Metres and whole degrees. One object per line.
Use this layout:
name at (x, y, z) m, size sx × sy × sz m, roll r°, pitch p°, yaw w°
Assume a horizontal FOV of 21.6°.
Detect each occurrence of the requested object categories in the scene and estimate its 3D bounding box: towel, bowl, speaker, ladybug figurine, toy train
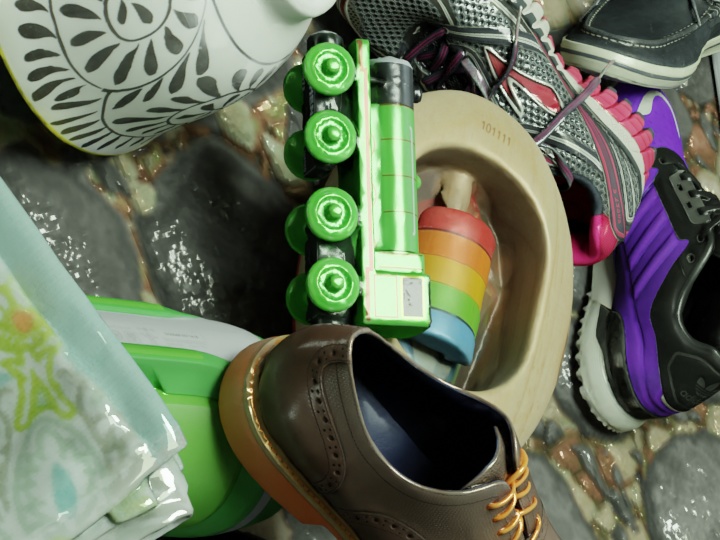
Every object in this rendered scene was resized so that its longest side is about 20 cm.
towel at (-0.168, 0.034, 0.560) m, size 0.171 × 0.048 × 0.200 m, roll -35°, pitch 81°, yaw -9°
bowl at (-0.061, -0.145, 0.748) m, size 0.201 × 0.094 × 0.201 m, roll 2°, pitch 90°, yaw -67°
speaker at (-0.115, 0.053, 0.677) m, size 0.200 × 0.088 × 0.089 m, roll 9°, pitch 67°, yaw -43°
ladybug figurine at (0.026, 0.014, 0.839) m, size 0.136 × 0.072 × 0.200 m, roll 32°, pitch 57°, yaw -22°
toy train at (0.000, 0.000, 0.759) m, size 0.056 × 0.042 × 0.200 m, roll 3°, pitch 77°, yaw -18°

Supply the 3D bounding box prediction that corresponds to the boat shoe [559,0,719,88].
boat shoe at (0.170, -0.147, 1.052) m, size 0.200 × 0.075 × 0.062 m, roll -30°, pitch 134°, yaw -52°

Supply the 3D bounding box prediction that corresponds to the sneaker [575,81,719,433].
sneaker at (0.170, -0.018, 0.985) m, size 0.070 × 0.099 × 0.200 m, roll 25°, pitch 57°, yaw -39°

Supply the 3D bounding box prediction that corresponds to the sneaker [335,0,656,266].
sneaker at (0.067, -0.085, 0.915) m, size 0.200 × 0.081 × 0.075 m, roll 38°, pitch 48°, yaw -19°

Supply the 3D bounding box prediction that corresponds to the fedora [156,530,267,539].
fedora at (-0.025, 0.189, 0.702) m, size 0.200 × 0.092 × 0.201 m, roll 20°, pitch 60°, yaw -39°

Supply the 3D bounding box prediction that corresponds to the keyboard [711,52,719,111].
keyboard at (0.238, -0.101, 1.161) m, size 0.056 × 0.011 × 0.200 m, roll 11°, pitch 65°, yaw -37°

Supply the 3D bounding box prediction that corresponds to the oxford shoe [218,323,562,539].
oxford shoe at (0.038, 0.094, 0.692) m, size 0.200 × 0.073 × 0.071 m, roll 41°, pitch 51°, yaw -22°
